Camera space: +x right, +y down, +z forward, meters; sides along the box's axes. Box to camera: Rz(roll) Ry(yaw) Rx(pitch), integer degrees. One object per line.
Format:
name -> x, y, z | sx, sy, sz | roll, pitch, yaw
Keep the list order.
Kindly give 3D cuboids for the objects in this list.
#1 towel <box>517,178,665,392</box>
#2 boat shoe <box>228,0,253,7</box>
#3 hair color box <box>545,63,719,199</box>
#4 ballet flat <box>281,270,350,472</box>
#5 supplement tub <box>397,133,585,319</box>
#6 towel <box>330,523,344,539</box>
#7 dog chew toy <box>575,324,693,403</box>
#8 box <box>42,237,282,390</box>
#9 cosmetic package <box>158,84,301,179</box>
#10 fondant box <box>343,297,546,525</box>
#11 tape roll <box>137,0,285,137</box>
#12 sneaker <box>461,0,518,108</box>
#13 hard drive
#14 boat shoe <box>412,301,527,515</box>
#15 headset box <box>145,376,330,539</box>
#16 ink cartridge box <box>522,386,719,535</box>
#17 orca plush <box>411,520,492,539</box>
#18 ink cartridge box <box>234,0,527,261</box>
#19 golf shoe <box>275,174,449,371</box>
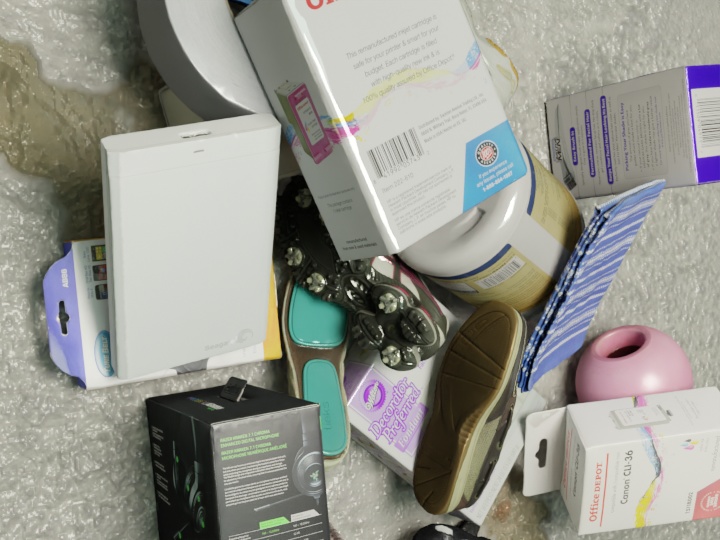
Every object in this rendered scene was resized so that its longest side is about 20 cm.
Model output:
towel -> 0.215, 0.015, 0.892 | 0.144, 0.024, 0.203 | -22, 141, -50
boat shoe -> -0.114, -0.271, 0.819 | 0.198, 0.084, 0.070 | 11, 102, -43
hair color box -> 0.278, -0.134, 0.966 | 0.064, 0.199, 0.112 | -8, 94, -30
ballet flat -> -0.046, 0.082, 0.858 | 0.066, 0.062, 0.204 | 10, 62, -20
supplement tub -> 0.124, -0.040, 0.882 | 0.199, 0.142, 0.147 | 30, 74, -52
towel -> -0.017, 0.330, 0.800 | 0.031, 0.200, 0.196 | -2, 89, -12
dog chew toy -> 0.309, 0.162, 1.034 | 0.124, 0.124, 0.203 | -35, 114, -25
box -> -0.166, 0.028, 0.806 | 0.196, 0.041, 0.122 | -6, 93, -27
cosmetic package -> -0.062, -0.136, 0.836 | 0.197, 0.087, 0.105 | -21, 100, -28
fondant box -> 0.073, 0.131, 0.930 | 0.199, 0.058, 0.146 | 40, 71, -22
tape roll -> -0.071, -0.210, 0.748 | 0.197, 0.066, 0.205 | 2, 85, -29
sneaker -> 0.072, -0.211, 0.921 | 0.199, 0.075, 0.089 | 40, 71, -23
hard drive -> -0.128, -0.015, 0.727 | 0.130, 0.026, 0.203 | -14, 130, -28
boat shoe -> 0.107, 0.126, 0.874 | 0.064, 0.073, 0.203 | 11, 105, -43
headset box -> -0.100, 0.190, 0.765 | 0.091, 0.173, 0.205 | -6, 92, -28
ink cartridge box -> 0.263, 0.191, 0.940 | 0.195, 0.068, 0.119 | -7, 121, -3
orca plush -> 0.130, 0.277, 0.955 | 0.196, 0.106, 0.072 | 13, 49, -18
ink cartridge box -> 0.017, -0.131, 0.709 | 0.143, 0.084, 0.203 | -30, 102, -28
golf shoe -> 0.000, 0.000, 0.852 | 0.201, 0.077, 0.088 | 52, 27, 10
